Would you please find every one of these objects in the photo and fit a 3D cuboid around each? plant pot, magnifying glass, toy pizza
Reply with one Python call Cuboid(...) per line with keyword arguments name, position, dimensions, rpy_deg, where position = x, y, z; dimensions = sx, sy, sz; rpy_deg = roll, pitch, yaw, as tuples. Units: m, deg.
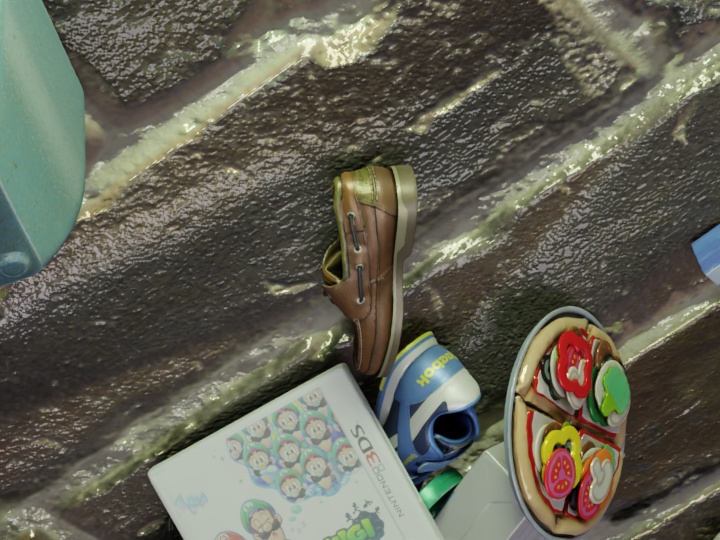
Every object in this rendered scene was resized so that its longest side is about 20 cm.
Cuboid(name="plant pot", position=(-0.288, -0.085, 1.274), dimensions=(0.194, 0.201, 0.197), rpy_deg=(-18, 137, 1))
Cuboid(name="magnifying glass", position=(0.072, 0.218, 1.768), dimensions=(0.080, 0.022, 0.200), rpy_deg=(-47, 166, -1))
Cuboid(name="toy pizza", position=(0.185, 0.131, 1.672), dimensions=(0.032, 0.202, 0.200), rpy_deg=(-1, 149, 36))

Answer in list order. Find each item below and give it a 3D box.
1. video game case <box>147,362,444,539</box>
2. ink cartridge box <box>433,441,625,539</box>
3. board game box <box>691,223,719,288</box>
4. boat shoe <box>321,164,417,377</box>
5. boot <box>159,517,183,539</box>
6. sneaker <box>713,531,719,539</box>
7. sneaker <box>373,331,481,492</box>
Cuboid(name="video game case", position=(-0.055, 0.204, 1.675), dimensions=(0.199, 0.024, 0.183), rpy_deg=(-29, 94, 12))
Cuboid(name="ink cartridge box", position=(0.148, 0.201, 1.765), dimensions=(0.115, 0.068, 0.199), rpy_deg=(-54, 160, 25))
Cuboid(name="board game box", position=(0.418, -0.021, 1.689), dimensions=(0.198, 0.044, 0.200), rpy_deg=(-36, 134, 19))
Cuboid(name="boat shoe", position=(0.000, 0.000, 1.560), dimensions=(0.067, 0.072, 0.201), rpy_deg=(-2, 126, -10))
Cuboid(name="boot", position=(-0.060, 0.239, 1.789), dimensions=(0.199, 0.066, 0.165), rpy_deg=(22, 126, -40))
Cuboid(name="sneaker", position=(0.420, 0.313, 2.023), dimensions=(0.199, 0.076, 0.081), rpy_deg=(17, 141, -29))
Cuboid(name="sneaker", position=(0.053, 0.147, 1.698), dimensions=(0.074, 0.082, 0.201), rpy_deg=(-39, 153, -37))
